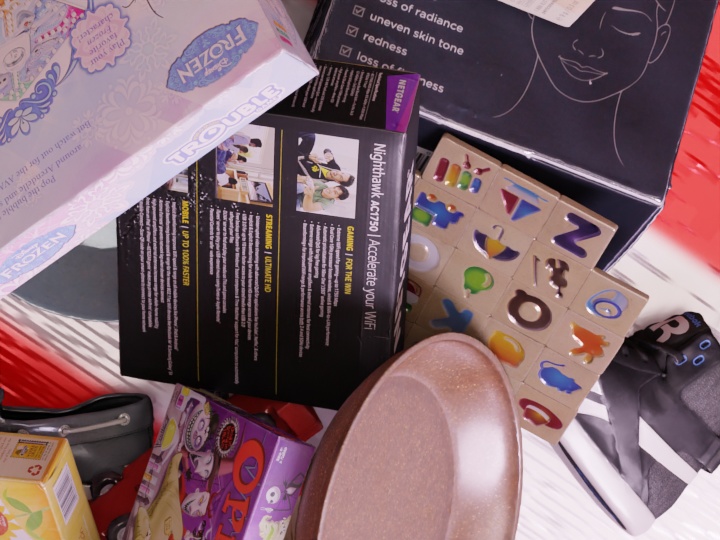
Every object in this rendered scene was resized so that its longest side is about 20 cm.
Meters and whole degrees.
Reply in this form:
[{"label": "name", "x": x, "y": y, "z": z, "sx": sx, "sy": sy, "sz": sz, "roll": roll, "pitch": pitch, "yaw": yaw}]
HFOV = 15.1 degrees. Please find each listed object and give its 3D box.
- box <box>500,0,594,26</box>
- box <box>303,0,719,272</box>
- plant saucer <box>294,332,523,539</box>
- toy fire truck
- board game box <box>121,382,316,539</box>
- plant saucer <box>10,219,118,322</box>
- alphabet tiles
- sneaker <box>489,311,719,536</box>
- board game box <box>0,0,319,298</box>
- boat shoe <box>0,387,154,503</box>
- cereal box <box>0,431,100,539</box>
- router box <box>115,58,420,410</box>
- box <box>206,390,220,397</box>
[{"label": "box", "x": 0.037, "y": -0.207, "z": 1.341, "sx": 0.199, "sy": 0.078, "sz": 0.096, "roll": 19, "pitch": 69, "yaw": -11}, {"label": "box", "x": 0.078, "y": -0.132, "z": 1.439, "sx": 0.199, "sy": 0.124, "sz": 0.198, "roll": 21, "pitch": 68, "yaw": -5}, {"label": "plant saucer", "x": 0.020, "y": 0.129, "z": 1.400, "sx": 0.036, "sy": 0.200, "sz": 0.202, "roll": 10, "pitch": 95, "yaw": 33}, {"label": "toy fire truck", "x": -0.044, "y": 0.125, "z": 1.498, "sx": 0.200, "sy": 0.049, "sz": 0.141, "roll": -38, "pitch": 126, "yaw": 3}, {"label": "board game box", "x": -0.092, "y": 0.167, "z": 1.383, "sx": 0.032, "sy": 0.120, "sz": 0.201, "roll": 19, "pitch": 90, "yaw": -36}, {"label": "plant saucer", "x": -0.140, "y": -0.073, "z": 1.506, "sx": 0.199, "sy": 0.039, "sz": 0.203, "roll": 0, "pitch": 96, "yaw": -4}, {"label": "alphabet tiles", "x": 0.054, "y": 0.015, "z": 1.423, "sx": 0.166, "sy": 0.006, "sz": 0.200, "roll": 28, "pitch": 138, "yaw": 0}, {"label": "sneaker", "x": 0.135, "y": 0.042, "z": 1.508, "sx": 0.112, "sy": 0.073, "sz": 0.200, "roll": -41, "pitch": 117, "yaw": -8}, {"label": "board game box", "x": -0.146, "y": -0.121, "z": 1.305, "sx": 0.199, "sy": 0.043, "sz": 0.200, "roll": -34, "pitch": 64, "yaw": 14}, {"label": "boat shoe", "x": -0.210, "y": 0.084, "z": 1.497, "sx": 0.199, "sy": 0.073, "sz": 0.062, "roll": 9, "pitch": 103, "yaw": -12}, {"label": "cereal box", "x": -0.236, "y": 0.141, "z": 1.448, "sx": 0.199, "sy": 0.040, "sz": 0.144, "roll": 5, "pitch": 134, "yaw": 18}, {"label": "router box", "x": -0.049, "y": -0.019, "z": 1.384, "sx": 0.148, "sy": 0.051, "sz": 0.201, "roll": 9, "pitch": 133, "yaw": 6}, {"label": "box", "x": 0.000, "y": 0.000, "z": 1.503, "sx": 0.199, "sy": 0.032, "sz": 0.122, "roll": -14, "pitch": 112, "yaw": -10}]
